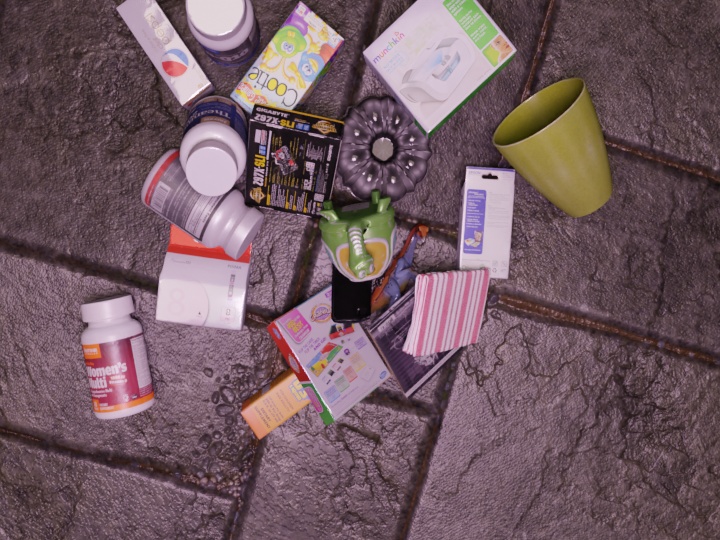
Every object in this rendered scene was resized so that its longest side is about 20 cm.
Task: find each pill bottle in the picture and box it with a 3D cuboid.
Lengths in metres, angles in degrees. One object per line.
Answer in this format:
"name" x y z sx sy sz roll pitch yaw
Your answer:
"pill bottle" -0.232 -0.421 1.213 0.110 0.200 0.117 0 94 -3
"pill bottle" -0.244 -0.207 1.199 0.108 0.202 0.114 -4 122 -6
"pill bottle" -0.276 -0.114 1.269 0.198 0.116 0.117 34 92 -1
"pill bottle" -0.439 0.152 1.288 0.106 0.110 0.206 -9 95 -3

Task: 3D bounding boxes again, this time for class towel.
"towel" 0.158 0.069 1.284 0.197 0.030 0.150 -5 111 -44

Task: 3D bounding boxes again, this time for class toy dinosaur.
"toy dinosaur" 0.069 0.006 1.316 0.194 0.105 0.187 2 85 2

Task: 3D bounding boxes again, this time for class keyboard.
"keyboard" 0.000 0.000 1.317 0.101 0.040 0.206 -1 72 10

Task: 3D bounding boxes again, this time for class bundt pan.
"bundt pan" 0.041 -0.221 1.307 0.196 0.076 0.208 0 95 -3

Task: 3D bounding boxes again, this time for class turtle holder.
"turtle holder" 0.007 -0.053 1.223 0.138 0.184 0.135 -17 108 -24

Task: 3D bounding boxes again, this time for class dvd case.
"dvd case" 0.104 0.123 1.298 0.148 0.016 0.202 -40 130 -13

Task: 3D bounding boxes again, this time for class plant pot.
"plant pot" 0.366 -0.204 1.291 0.186 0.187 0.201 -39 110 0

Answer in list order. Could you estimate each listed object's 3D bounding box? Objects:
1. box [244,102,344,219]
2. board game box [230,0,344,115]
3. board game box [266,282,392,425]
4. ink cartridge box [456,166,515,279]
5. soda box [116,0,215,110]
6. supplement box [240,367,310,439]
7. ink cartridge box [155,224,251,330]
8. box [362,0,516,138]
"box" -0.118 -0.184 1.249 0.155 0.202 0.050 12 50 -2
"board game box" -0.127 -0.350 1.273 0.102 0.105 0.202 37 92 -5
"board game box" -0.054 0.146 1.281 0.152 0.040 0.203 -30 86 -36
"ink cartridge box" 0.234 -0.089 1.346 0.096 0.039 0.206 4 95 -3
"soda box" -0.343 -0.392 1.277 0.067 0.064 0.202 -34 96 0
"supplement box" -0.125 0.222 1.334 0.198 0.069 0.067 -37 97 -4
"ink cartridge box" -0.284 -0.001 1.318 0.158 0.057 0.206 7 98 -4
"box" 0.132 -0.362 1.218 0.199 0.097 0.178 -40 91 6
